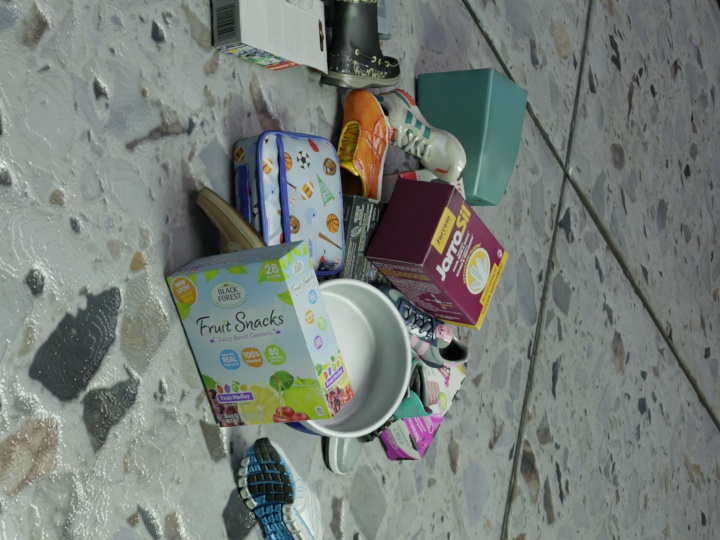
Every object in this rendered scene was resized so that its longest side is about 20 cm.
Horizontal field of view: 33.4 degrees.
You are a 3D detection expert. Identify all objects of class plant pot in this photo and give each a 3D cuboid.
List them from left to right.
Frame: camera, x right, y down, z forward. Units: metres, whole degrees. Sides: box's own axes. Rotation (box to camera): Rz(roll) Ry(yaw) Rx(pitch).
[{"bbox_3d":[0.179,-0.212,1.981,0.141,0.140,0.202,14,79,-56],"label":"plant pot"}]

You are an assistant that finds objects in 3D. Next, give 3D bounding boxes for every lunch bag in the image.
[{"bbox_3d":[-0.095,-0.078,1.558,0.159,0.075,0.202,3,80,-49],"label":"lunch bag"}]

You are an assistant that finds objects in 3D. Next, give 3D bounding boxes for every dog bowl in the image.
[{"bbox_3d":[-0.035,0.113,1.547,0.198,0.079,0.202,4,83,-32],"label":"dog bowl"}]

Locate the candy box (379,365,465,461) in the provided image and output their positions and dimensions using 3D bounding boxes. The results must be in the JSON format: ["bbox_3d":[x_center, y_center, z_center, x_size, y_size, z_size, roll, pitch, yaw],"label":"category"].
[{"bbox_3d":[0.082,0.170,1.812,0.137,0.061,0.200,65,35,-25],"label":"candy box"}]

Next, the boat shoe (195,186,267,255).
[{"bbox_3d":[-0.140,-0.013,1.452,0.200,0.064,0.071,50,1,3],"label":"boat shoe"}]

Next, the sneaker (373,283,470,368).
[{"bbox_3d":[0.086,0.077,1.707,0.200,0.081,0.071,40,58,-44],"label":"sneaker"}]

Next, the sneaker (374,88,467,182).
[{"bbox_3d":[0.071,-0.195,1.788,0.093,0.071,0.200,-14,52,-39],"label":"sneaker"}]

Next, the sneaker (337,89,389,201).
[{"bbox_3d":[-0.003,-0.169,1.732,0.077,0.072,0.202,18,69,-59],"label":"sneaker"}]

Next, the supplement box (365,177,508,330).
[{"bbox_3d":[0.112,-0.022,1.703,0.200,0.103,0.132,44,64,-48],"label":"supplement box"}]

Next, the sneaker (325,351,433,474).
[{"bbox_3d":[0.036,0.195,1.648,0.084,0.120,0.202,40,66,-55],"label":"sneaker"}]

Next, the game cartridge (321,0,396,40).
[{"bbox_3d":[-0.012,-0.427,1.805,0.199,0.040,0.135,-1,88,-58],"label":"game cartridge"}]

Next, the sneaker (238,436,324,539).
[{"bbox_3d":[-0.093,0.283,1.511,0.087,0.074,0.201,-61,142,-53],"label":"sneaker"}]

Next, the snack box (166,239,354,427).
[{"bbox_3d":[-0.117,0.078,1.408,0.068,0.167,0.202,-38,114,-56],"label":"snack box"}]

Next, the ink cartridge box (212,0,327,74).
[{"bbox_3d":[-0.119,-0.329,1.600,0.199,0.050,0.110,8,77,-59],"label":"ink cartridge box"}]

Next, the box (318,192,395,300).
[{"bbox_3d":[0.000,0.000,1.682,0.160,0.043,0.202,7,93,-57],"label":"box"}]

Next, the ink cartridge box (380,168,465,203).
[{"bbox_3d":[0.088,-0.082,1.850,0.199,0.083,0.146,-16,98,-58],"label":"ink cartridge box"}]

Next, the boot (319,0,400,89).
[{"bbox_3d":[0.012,-0.346,1.742,0.203,0.073,0.155,-25,125,-61],"label":"boot"}]
